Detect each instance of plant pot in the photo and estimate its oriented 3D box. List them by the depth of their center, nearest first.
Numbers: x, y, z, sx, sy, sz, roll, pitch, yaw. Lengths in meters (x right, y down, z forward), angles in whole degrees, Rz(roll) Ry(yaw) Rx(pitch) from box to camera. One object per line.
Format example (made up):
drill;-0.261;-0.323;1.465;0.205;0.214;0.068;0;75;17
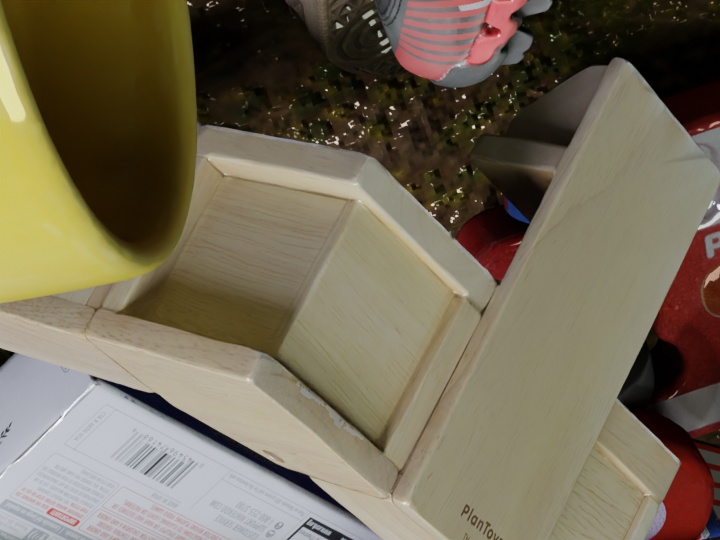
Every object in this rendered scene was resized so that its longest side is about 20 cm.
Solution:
plant pot;-0.164;-0.080;0.789;0.188;0.201;0.201;-11;137;13

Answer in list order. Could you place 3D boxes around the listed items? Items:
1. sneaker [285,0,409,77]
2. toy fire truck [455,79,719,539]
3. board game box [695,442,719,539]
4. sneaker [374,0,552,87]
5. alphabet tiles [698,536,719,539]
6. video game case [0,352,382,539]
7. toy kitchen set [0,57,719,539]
sneaker;-0.013;-0.125;0.884;0.070;0.076;0.200;-34;157;10
toy fire truck;0.112;0.008;1.026;0.199;0.112;0.169;-17;126;-6
board game box;0.119;0.195;1.171;0.046;0.152;0.200;16;125;-32
sneaker;0.007;-0.132;0.759;0.097;0.071;0.201;-9;134;-10
alphabet tiles;0.065;0.131;1.088;0.166;0.006;0.200;-17;178;-32
video game case;-0.106;0.121;1.065;0.181;0.046;0.200;-44;139;12
toy kitchen set;0.000;0.000;0.950;0.200;0.180;0.164;44;68;-42
